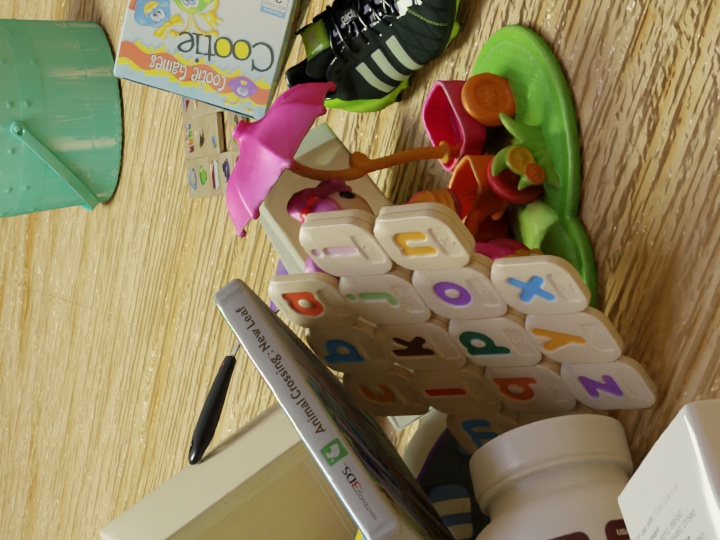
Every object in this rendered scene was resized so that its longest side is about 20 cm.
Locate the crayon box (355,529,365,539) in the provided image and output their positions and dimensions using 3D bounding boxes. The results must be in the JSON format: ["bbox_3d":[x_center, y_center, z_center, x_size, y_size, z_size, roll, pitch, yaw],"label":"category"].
[{"bbox_3d":[0.034,0.230,1.532,0.201,0.050,0.127,105,152,-44],"label":"crayon box"}]

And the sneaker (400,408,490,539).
[{"bbox_3d":[0.080,0.177,1.380,0.201,0.146,0.081,-62,-25,-24],"label":"sneaker"}]

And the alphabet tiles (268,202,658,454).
[{"bbox_3d":[0.054,0.035,1.257,0.195,0.200,0.015,-5,47,37],"label":"alphabet tiles"}]

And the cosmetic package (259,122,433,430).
[{"bbox_3d":[0.000,0.000,1.491,0.106,0.071,0.200,63,174,-36],"label":"cosmetic package"}]

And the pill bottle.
[{"bbox_3d":[0.119,0.182,1.202,0.113,0.112,0.201,123,139,-59],"label":"pill bottle"}]

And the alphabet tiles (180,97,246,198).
[{"bbox_3d":[-0.123,-0.162,1.929,0.167,0.007,0.202,179,86,-70],"label":"alphabet tiles"}]

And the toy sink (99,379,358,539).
[{"bbox_3d":[-0.062,0.179,1.662,0.112,0.199,0.130,58,164,-13],"label":"toy sink"}]

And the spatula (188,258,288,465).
[{"bbox_3d":[-0.083,0.054,1.727,0.201,0.020,0.057,-63,8,-23],"label":"spatula"}]

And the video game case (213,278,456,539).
[{"bbox_3d":[0.007,0.112,1.273,0.182,0.022,0.200,55,-177,35],"label":"video game case"}]

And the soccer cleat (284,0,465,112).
[{"bbox_3d":[0.009,-0.150,1.465,0.200,0.080,0.068,127,134,-61],"label":"soccer cleat"}]

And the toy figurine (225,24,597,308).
[{"bbox_3d":[0.017,-0.037,1.323,0.150,0.183,0.201,119,141,-56],"label":"toy figurine"}]

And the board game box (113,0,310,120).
[{"bbox_3d":[-0.080,-0.204,1.536,0.201,0.104,0.104,-74,1,-53],"label":"board game box"}]

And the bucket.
[{"bbox_3d":[-0.315,-0.147,2.267,0.207,0.134,0.209,176,90,-70],"label":"bucket"}]

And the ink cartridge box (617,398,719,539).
[{"bbox_3d":[0.204,0.146,0.914,0.084,0.145,0.201,114,145,-54],"label":"ink cartridge box"}]
